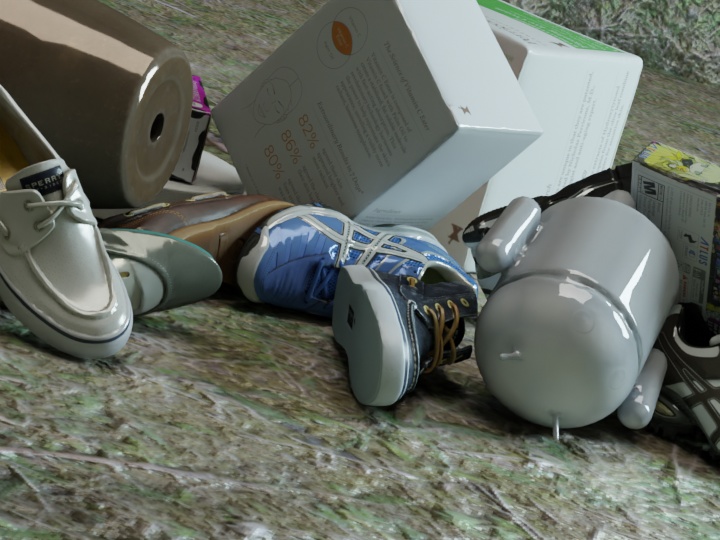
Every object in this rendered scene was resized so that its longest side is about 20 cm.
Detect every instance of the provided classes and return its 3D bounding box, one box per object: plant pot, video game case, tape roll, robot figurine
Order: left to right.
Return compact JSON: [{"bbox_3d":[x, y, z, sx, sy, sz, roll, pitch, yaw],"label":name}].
[{"bbox_3d":[-0.215,-0.118,1.675,0.174,0.201,0.200,17,13,17],"label":"plant pot"},{"bbox_3d":[-0.189,-0.078,1.922,0.202,0.037,0.203,15,13,-3],"label":"tape roll"},{"bbox_3d":[0.145,0.029,1.651,0.170,0.113,0.200,46,41,-9],"label":"robot figurine"},{"bbox_3d":[0.269,0.025,1.727,0.181,0.201,0.036,23,44,28],"label":"video game case"}]

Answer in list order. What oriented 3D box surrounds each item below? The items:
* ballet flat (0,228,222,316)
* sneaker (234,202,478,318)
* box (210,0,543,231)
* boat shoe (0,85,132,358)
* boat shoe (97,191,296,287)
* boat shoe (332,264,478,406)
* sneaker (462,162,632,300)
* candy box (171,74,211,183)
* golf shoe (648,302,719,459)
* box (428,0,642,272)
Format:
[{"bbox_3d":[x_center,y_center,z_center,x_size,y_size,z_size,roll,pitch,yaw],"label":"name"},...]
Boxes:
[{"bbox_3d":[-0.188,0.004,1.575,0.199,0.068,0.064,13,41,-10],"label":"ballet flat"},{"bbox_3d":[0.000,0.000,1.746,0.199,0.076,0.077,-1,23,-39],"label":"sneaker"},{"bbox_3d":[0.010,-0.110,1.835,0.106,0.200,0.153,1,58,-50],"label":"box"},{"bbox_3d":[-0.200,-0.038,1.514,0.071,0.070,0.200,-18,62,-30],"label":"boat shoe"},{"bbox_3d":[-0.110,-0.024,1.722,0.070,0.071,0.200,25,16,29],"label":"boat shoe"},{"bbox_3d":[0.038,0.039,1.619,0.090,0.071,0.200,5,14,-8],"label":"boat shoe"},{"bbox_3d":[0.187,-0.009,1.865,0.200,0.116,0.076,-17,18,5],"label":"sneaker"},{"bbox_3d":[-0.220,-0.134,1.900,0.199,0.061,0.136,13,14,-11],"label":"candy box"},{"bbox_3d":[0.269,0.089,1.672,0.200,0.095,0.078,28,16,35],"label":"golf shoe"},{"bbox_3d":[0.094,-0.123,2.086,0.199,0.201,0.171,28,20,37],"label":"box"}]
